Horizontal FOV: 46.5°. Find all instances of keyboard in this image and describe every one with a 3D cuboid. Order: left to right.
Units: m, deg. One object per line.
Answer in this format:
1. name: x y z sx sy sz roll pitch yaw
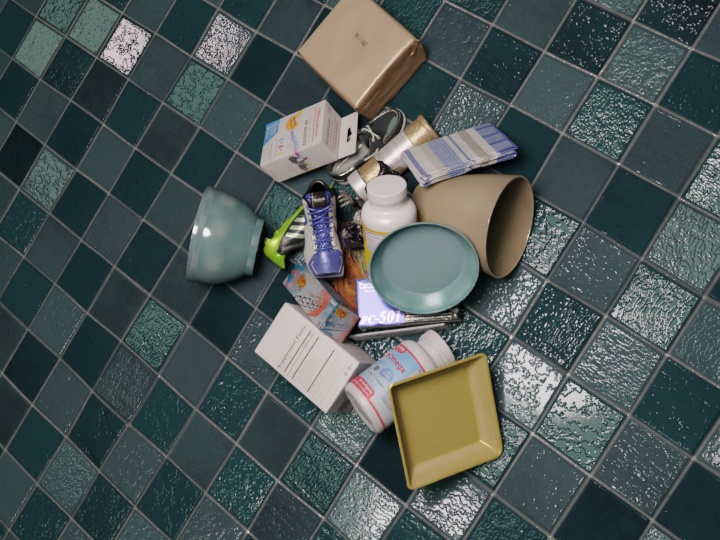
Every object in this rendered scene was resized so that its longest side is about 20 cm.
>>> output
1. keyboard: 0.076 0.120 1.629 0.197 0.056 0.011 -9 80 20

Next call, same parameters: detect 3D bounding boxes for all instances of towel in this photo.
1. towel: 0.185 -0.222 1.596 0.197 0.024 0.147 -19 33 -5

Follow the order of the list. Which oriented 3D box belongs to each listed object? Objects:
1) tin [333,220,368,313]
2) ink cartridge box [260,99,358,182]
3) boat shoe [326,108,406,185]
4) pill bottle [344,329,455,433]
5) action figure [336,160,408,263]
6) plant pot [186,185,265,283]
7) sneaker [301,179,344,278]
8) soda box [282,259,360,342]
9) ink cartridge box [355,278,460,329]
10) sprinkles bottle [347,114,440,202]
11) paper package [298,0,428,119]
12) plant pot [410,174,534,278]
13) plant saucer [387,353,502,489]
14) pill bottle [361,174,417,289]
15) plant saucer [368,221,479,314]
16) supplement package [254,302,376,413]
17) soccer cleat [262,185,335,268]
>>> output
1. tin: 0.000 0.000 1.693 0.110 0.042 0.203 -18 73 22
2. ink cartridge box: -0.106 -0.273 1.733 0.197 0.068 0.117 -17 53 28
3. boat shoe: 0.012 -0.258 1.722 0.076 0.060 0.201 44 97 23
4. pill bottle: 0.077 0.202 1.561 0.199 0.109 0.109 -36 68 -14
5. action figure: 0.006 -0.115 1.633 0.119 0.101 0.202 41 105 42
6. plant pot: -0.273 -0.061 1.743 0.132 0.200 0.204 12 84 -3
7. sneaker: -0.081 -0.092 1.627 0.079 0.116 0.203 -7 66 1
8. soda box: -0.079 0.058 1.649 0.064 0.068 0.200 -52 36 5
9. ink cartridge box: 0.092 0.059 1.615 0.196 0.044 0.096 -5 79 6
10. sprinkles bottle: 0.067 -0.224 1.690 0.199 0.068 0.069 -40 69 10
11. paper package: 0.005 -0.447 1.738 0.191 0.103 0.200 -47 68 7
12. plant pot: 0.194 -0.102 1.570 0.198 0.187 0.190 17 86 33
13. plant saucer: 0.148 0.266 1.512 0.197 0.048 0.203 -16 101 -18
14. pill bottle: 0.055 -0.070 1.544 0.102 0.203 0.105 -4 36 3
15. plant saucer: 0.113 -0.011 1.499 0.197 0.201 0.036 -20 34 17
16. supplement package: -0.084 0.173 1.647 0.199 0.121 0.121 37 97 24
17. soccer cleat: -0.116 -0.091 1.747 0.200 0.068 0.081 -44 98 0
